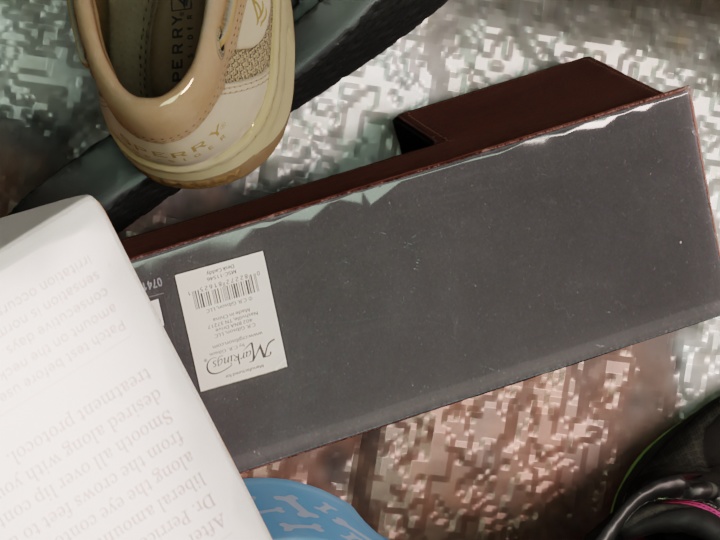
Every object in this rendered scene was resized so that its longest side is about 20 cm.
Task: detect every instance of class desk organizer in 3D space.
[{"bbox_3d":[0.000,0.000,0.825,0.199,0.077,0.072,-17,108,-12],"label":"desk organizer"}]

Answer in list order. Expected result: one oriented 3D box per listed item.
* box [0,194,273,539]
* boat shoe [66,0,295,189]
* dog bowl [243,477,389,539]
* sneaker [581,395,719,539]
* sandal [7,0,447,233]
[{"bbox_3d":[-0.093,0.097,0.719,0.106,0.152,0.201,-32,103,-26],"label":"box"},{"bbox_3d":[-0.054,-0.126,0.775,0.071,0.065,0.201,-11,72,9],"label":"boat shoe"},{"bbox_3d":[0.012,0.141,0.862,0.199,0.050,0.112,25,90,-15],"label":"dog bowl"},{"bbox_3d":[0.101,0.095,0.828,0.077,0.084,0.200,43,45,2],"label":"sneaker"},{"bbox_3d":[-0.026,-0.075,0.820,0.200,0.075,0.048,-35,85,-8],"label":"sandal"}]
